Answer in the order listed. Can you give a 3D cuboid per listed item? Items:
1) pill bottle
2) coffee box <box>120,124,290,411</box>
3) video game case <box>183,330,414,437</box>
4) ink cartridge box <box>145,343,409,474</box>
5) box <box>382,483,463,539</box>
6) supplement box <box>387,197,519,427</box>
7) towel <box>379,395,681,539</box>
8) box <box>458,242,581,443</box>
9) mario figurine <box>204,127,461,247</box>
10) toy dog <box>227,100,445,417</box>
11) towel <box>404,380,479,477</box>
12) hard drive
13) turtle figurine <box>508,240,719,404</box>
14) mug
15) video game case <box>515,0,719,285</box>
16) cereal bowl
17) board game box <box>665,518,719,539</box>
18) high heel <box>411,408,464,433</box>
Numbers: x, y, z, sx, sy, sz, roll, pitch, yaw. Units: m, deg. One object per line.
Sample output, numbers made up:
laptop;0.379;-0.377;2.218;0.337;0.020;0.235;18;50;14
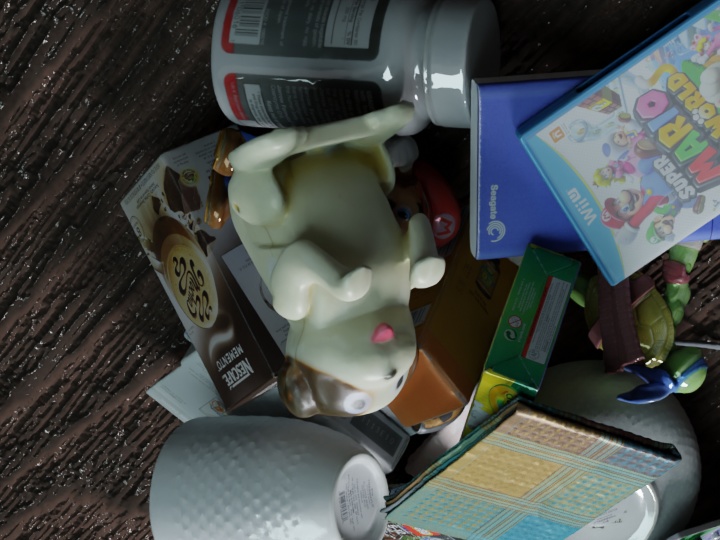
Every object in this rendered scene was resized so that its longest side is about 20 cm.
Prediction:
pill bottle;-0.002;-0.160;1.389;0.198;0.114;0.115;6;131;20
coffee box;-0.106;0.000;1.523;0.201;0.079;0.113;62;149;6
video game case;-0.043;0.088;1.659;0.200;0.023;0.181;41;145;-13
ink cartridge box;-0.077;0.129;1.680;0.199;0.044;0.173;39;147;-11
box;0.063;0.249;1.701;0.135;0.038;0.200;-6;150;37
supplement box;0.068;0.028;1.458;0.068;0.201;0.067;-23;116;37
towel;0.123;0.156;1.376;0.145;0.022;0.200;18;144;-22
box;0.112;0.084;1.393;0.048;0.118;0.201;20;149;4
mario figurine;-0.019;-0.050;1.432;0.198;0.107;0.124;9;165;-5
toy dog;-0.026;0.005;1.319;0.193;0.139;0.202;-22;83;48
towel;0.164;0.174;1.659;0.199;0.032;0.191;31;133;-4
hard drive;0.179;-0.080;1.351;0.197;0.025;0.133;-5;113;-9
turtle figurine;0.217;0.002;1.459;0.194;0.200;0.144;44;159;11
mug;-0.070;0.225;1.593;0.174;0.147;0.203;-4;85;34
video game case;0.228;-0.099;1.329;0.199;0.018;0.144;-34;115;4
cereal bowl;0.185;0.179;1.506;0.198;0.084;0.202;-3;116;-7
board game box;0.286;0.262;1.584;0.026;0.198;0.200;62;139;23
high heel;0.008;0.047;1.541;0.199;0.143;0.072;28;136;0
